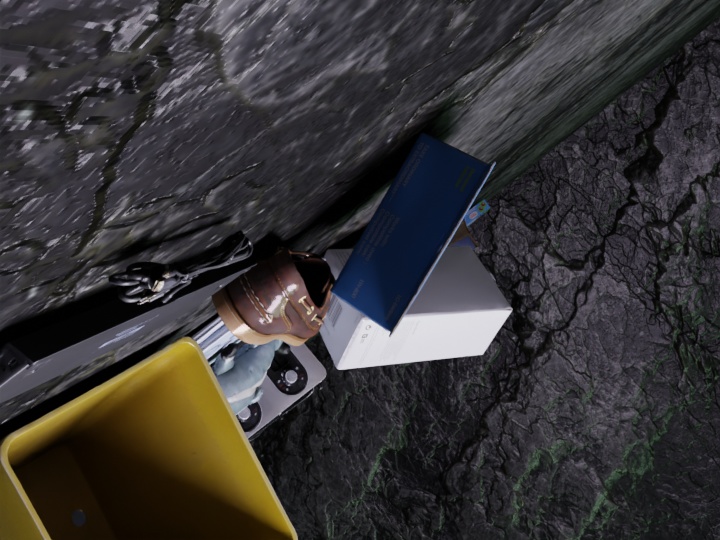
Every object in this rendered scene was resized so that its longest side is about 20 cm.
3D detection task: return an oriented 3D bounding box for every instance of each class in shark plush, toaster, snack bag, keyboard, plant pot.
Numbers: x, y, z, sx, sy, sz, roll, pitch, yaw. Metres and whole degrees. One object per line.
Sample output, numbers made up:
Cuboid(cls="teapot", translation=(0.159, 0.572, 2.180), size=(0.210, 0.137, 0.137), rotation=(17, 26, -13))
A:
Cuboid(cls="shark plush", translation=(-0.125, 0.107, 0.843), size=(0.199, 0.091, 0.084), rotation=(-31, 146, -17))
Cuboid(cls="toaster", translation=(-0.164, 0.172, 1.139), size=(0.180, 0.119, 0.200), rotation=(-34, 175, -32))
Cuboid(cls="snack bag", translation=(-0.126, 0.057, 0.849), size=(0.199, 0.021, 0.189), rotation=(-36, 177, -18))
Cuboid(cls="keyboard", translation=(-0.117, 0.017, 0.450), size=(0.127, 0.021, 0.200), rotation=(-33, 180, 26))
Cuboid(cls="plant pot", translation=(-0.204, 0.201, 0.662), size=(0.176, 0.201, 0.200), rotation=(-26, -177, 33))

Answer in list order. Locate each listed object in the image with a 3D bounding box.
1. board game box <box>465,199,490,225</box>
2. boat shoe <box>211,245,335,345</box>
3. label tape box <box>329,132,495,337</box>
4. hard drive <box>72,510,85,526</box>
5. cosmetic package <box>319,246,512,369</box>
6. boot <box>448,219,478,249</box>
Cuboid(cls="board game box", translation=(0.256, -0.111, 2.349), size=(0.199, 0.037, 0.151), rotation=(-35, 176, -24))
Cuboid(cls="boat shoe", translation=(-0.052, 0.018, 0.673), size=(0.070, 0.071, 0.200), rotation=(-36, 177, 7))
Cuboid(cls="label tape box", translation=(0.040, -0.031, 0.673), size=(0.145, 0.063, 0.200), rotation=(-59, 175, 3))
Cuboid(cls="hard drive", translation=(-0.307, 0.278, 0.794), size=(0.199, 0.027, 0.132), rotation=(15, -149, 33))
Cuboid(cls="cosmetic package", translation=(0.054, 0.037, 0.936), size=(0.198, 0.108, 0.085), rotation=(0, 134, -31))
Cuboid(cls="boot", translation=(0.060, -0.017, 1.122), size=(0.199, 0.097, 0.075), rotation=(-38, 176, 4))
